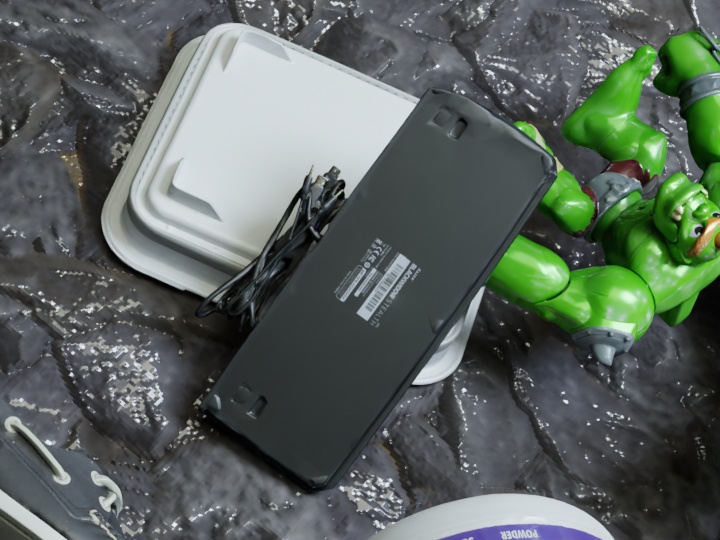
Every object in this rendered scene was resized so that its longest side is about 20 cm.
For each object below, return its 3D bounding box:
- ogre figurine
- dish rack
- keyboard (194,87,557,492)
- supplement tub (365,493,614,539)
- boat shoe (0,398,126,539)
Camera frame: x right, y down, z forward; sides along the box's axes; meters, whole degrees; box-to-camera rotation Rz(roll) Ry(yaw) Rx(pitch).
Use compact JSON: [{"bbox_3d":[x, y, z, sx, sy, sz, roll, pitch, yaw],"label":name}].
[{"bbox_3d":[0.137,-0.035,0.959,0.200,0.098,0.120,-29,73,-42],"label":"ogre figurine"},{"bbox_3d":[-0.018,-0.046,0.982,0.200,0.044,0.172,24,52,-4],"label":"dish rack"},{"bbox_3d":[0.000,0.000,0.914,0.104,0.040,0.200,37,89,-1],"label":"keyboard"},{"bbox_3d":[0.064,0.208,0.757,0.145,0.146,0.200,0,46,-19],"label":"supplement tub"},{"bbox_3d":[-0.141,0.100,0.824,0.200,0.074,0.060,32,57,14],"label":"boat shoe"}]
